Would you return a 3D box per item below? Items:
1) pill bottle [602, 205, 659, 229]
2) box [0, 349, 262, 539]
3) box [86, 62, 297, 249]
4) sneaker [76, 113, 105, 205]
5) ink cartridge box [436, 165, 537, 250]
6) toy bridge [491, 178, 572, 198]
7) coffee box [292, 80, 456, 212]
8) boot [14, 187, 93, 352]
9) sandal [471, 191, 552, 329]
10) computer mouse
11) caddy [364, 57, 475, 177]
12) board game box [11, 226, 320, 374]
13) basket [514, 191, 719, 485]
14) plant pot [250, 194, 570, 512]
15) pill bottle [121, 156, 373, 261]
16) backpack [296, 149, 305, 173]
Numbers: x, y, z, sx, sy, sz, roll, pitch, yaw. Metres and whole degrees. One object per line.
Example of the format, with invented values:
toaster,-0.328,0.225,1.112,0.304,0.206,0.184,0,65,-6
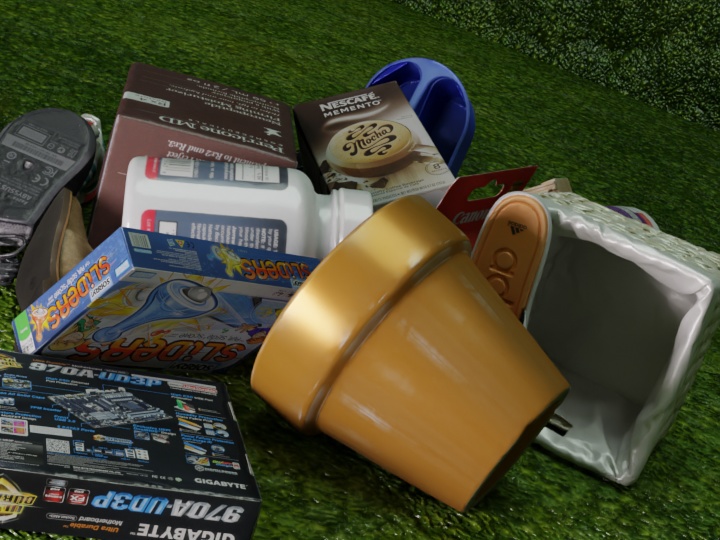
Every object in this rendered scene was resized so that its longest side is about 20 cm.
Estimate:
pill bottle,0.250,-0.021,1.543,0.200,0.112,0.111,0,26,-42
box,-0.176,0.116,0.891,0.199,0.046,0.159,10,21,-20
box,-0.159,-0.076,1.251,0.165,0.165,0.200,14,20,-11
sneaker,-0.296,-0.100,1.304,0.070,0.094,0.200,17,19,0
ink cartridge box,0.092,0.005,1.196,0.050,0.200,0.162,41,27,22
toy bridge,0.108,-0.051,1.322,0.200,0.027,0.067,-16,-6,33
coffee box,0.013,-0.091,1.274,0.113,0.080,0.200,-16,38,-7
boot,-0.232,0.011,1.082,0.075,0.074,0.200,22,33,-26
sandal,0.102,0.035,1.116,0.079,0.207,0.059,17,15,18
computer mouse,-0.312,-0.067,1.195,0.138,0.053,0.200,26,54,13
caddy,0.057,-0.161,1.646,0.141,0.201,0.105,24,3,15
board game box,-0.136,0.028,0.993,0.200,0.135,0.035,8,53,-49
basket,0.207,0.047,1.192,0.198,0.201,0.161,26,19,20
plant pot,0.050,0.077,1.014,0.183,0.200,0.200,41,25,15
pill bottle,-0.094,-0.027,1.104,0.199,0.120,0.120,4,21,-7
backpack,0.001,-0.078,1.465,0.163,0.154,0.200,25,41,32
